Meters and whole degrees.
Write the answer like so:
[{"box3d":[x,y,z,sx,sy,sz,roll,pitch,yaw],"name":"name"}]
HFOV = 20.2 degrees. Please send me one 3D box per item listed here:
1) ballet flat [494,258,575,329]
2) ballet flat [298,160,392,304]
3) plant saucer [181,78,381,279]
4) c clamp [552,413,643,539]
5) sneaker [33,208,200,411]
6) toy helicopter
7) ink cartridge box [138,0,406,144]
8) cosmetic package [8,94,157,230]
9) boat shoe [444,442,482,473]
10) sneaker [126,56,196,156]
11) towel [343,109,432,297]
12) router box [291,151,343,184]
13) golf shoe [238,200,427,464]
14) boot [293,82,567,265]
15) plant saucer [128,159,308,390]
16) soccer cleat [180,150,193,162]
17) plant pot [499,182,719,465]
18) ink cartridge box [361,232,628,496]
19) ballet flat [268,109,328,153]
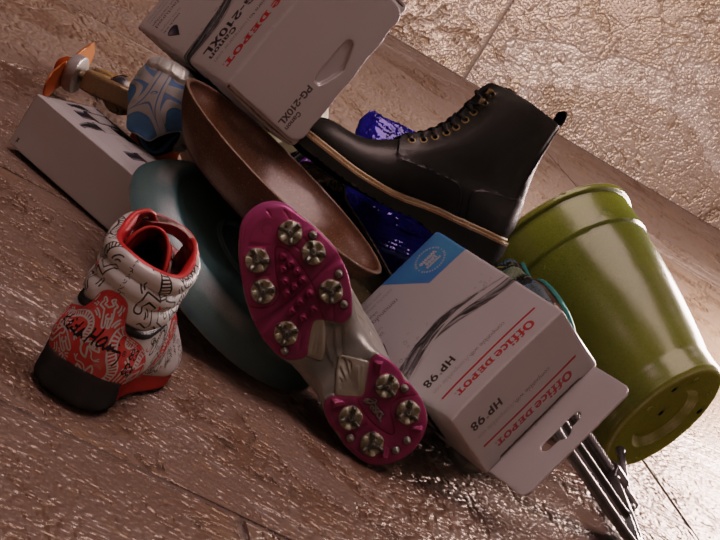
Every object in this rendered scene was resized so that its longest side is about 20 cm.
[{"box3d":[0.120,0.038,1.589,0.074,0.075,0.200,31,3,-7],"name":"ballet flat"},{"box3d":[0.000,0.000,1.592,0.067,0.046,0.201,-19,77,-47],"name":"ballet flat"},{"box3d":[-0.066,-0.058,1.483,0.200,0.037,0.200,45,9,-9],"name":"plant saucer"},{"box3d":[0.175,0.138,1.598,0.200,0.027,0.171,54,15,-32],"name":"c clamp"},{"box3d":[-0.130,0.016,1.245,0.067,0.108,0.201,33,12,4],"name":"sneaker"},{"box3d":[-0.225,-0.163,1.831,0.131,0.079,0.200,19,5,-16],"name":"toy helicopter"},{"box3d":[-0.075,-0.203,1.629,0.084,0.145,0.200,40,-2,-33],"name":"ink cartridge box"},{"box3d":[-0.173,-0.059,1.558,0.200,0.051,0.082,39,16,24],"name":"cosmetic package"},{"box3d":[0.094,0.102,1.580,0.072,0.060,0.202,37,12,-6],"name":"boat shoe"},{"box3d":[-0.153,-0.126,1.669,0.072,0.073,0.200,36,0,10],"name":"sneaker"},{"box3d":[0.046,-0.022,1.687,0.147,0.049,0.201,26,58,-30],"name":"towel"},{"box3d":[-0.009,-0.059,1.801,0.200,0.051,0.149,51,3,-31],"name":"router box"},{"box3d":[-0.028,0.042,1.404,0.201,0.075,0.092,61,-3,-10],"name":"golf shoe"},{"box3d":[0.055,-0.110,1.623,0.199,0.139,0.077,28,3,-20],"name":"boot"},{"box3d":[-0.088,-0.004,1.459,0.200,0.027,0.201,45,22,-23],"name":"plant saucer"},{"box3d":[-0.111,-0.084,1.762,0.086,0.070,0.200,18,19,-49],"name":"soccer cleat"},{"box3d":[0.214,0.062,1.792,0.200,0.200,0.193,14,34,-55],"name":"plant pot"},{"box3d":[0.085,0.064,1.459,0.200,0.116,0.067,34,-16,49],"name":"ink cartridge box"},{"box3d":[-0.075,-0.108,1.682,0.075,0.201,0.068,11,-37,30],"name":"ballet flat"}]
